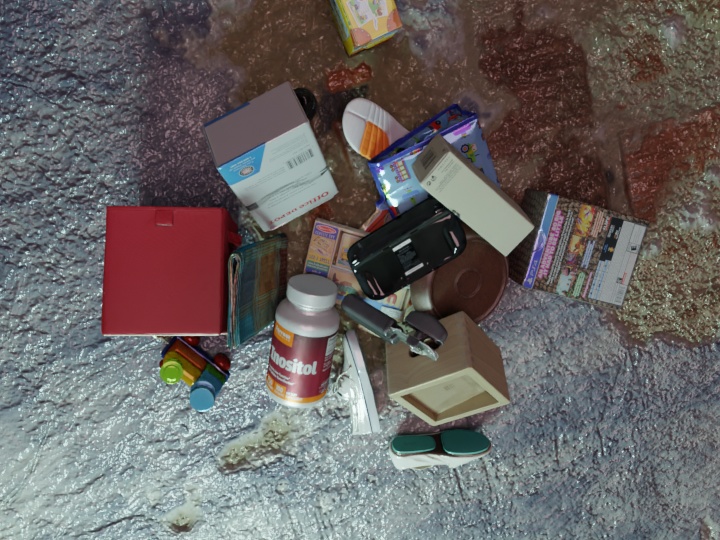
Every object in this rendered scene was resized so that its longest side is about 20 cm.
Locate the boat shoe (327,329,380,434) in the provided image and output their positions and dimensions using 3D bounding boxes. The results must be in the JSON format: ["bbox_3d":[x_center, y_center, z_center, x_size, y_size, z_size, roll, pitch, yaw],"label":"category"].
[{"bbox_3d":[-0.022,0.208,1.058,0.083,0.075,0.208,-13,113,-1],"label":"boat shoe"}]

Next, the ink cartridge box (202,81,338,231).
[{"bbox_3d":[-0.130,-0.165,0.895,0.142,0.201,0.085,-27,66,-1],"label":"ink cartridge box"}]

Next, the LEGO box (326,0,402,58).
[{"bbox_3d":[-0.017,-0.440,0.877,0.075,0.149,0.205,-23,104,-1],"label":"LEGO box"}]

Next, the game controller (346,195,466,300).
[{"bbox_3d":[0.073,-0.034,0.956,0.197,0.042,0.106,-30,97,16],"label":"game controller"}]

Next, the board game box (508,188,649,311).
[{"bbox_3d":[0.377,-0.039,1.035,0.194,0.097,0.164,13,100,-9],"label":"board game box"}]

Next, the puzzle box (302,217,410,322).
[{"bbox_3d":[0.000,0.000,1.015,0.194,0.025,0.137,15,106,-2],"label":"puzzle box"}]

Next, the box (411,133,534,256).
[{"bbox_3d":[0.173,-0.115,0.904,0.198,0.083,0.069,36,111,-23],"label":"box"}]

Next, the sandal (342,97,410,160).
[{"bbox_3d":[0.043,-0.213,0.983,0.203,0.059,0.081,25,95,-33],"label":"sandal"}]

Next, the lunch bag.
[{"bbox_3d":[0.114,-0.149,0.963,0.196,0.094,0.153,-30,119,-2],"label":"lunch bag"}]

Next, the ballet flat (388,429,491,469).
[{"bbox_3d":[0.150,0.346,1.113,0.193,0.070,0.072,-3,103,-2],"label":"ballet flat"}]

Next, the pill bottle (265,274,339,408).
[{"bbox_3d":[-0.096,0.117,0.990,0.109,0.113,0.206,8,110,-8],"label":"pill bottle"}]

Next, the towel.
[{"bbox_3d":[-0.159,0.026,0.937,0.021,0.200,0.152,7,103,14],"label":"towel"}]

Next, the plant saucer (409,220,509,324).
[{"bbox_3d":[0.179,0.018,1.003,0.194,0.034,0.207,-8,112,-19],"label":"plant saucer"}]

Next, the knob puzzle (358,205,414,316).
[{"bbox_3d":[0.096,-0.046,1.035,0.212,0.030,0.227,-1,102,-6],"label":"knob puzzle"}]

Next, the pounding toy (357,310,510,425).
[{"bbox_3d":[0.122,0.156,1.004,0.196,0.146,0.184,-24,137,26],"label":"pounding toy"}]

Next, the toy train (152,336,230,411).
[{"bbox_3d":[-0.314,0.150,0.983,0.199,0.116,0.085,41,95,-13],"label":"toy train"}]

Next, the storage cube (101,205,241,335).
[{"bbox_3d":[-0.284,0.007,0.906,0.193,0.171,0.186,1,85,-6],"label":"storage cube"}]

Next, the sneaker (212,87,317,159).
[{"bbox_3d":[-0.159,-0.232,0.941,0.197,0.079,0.076,-34,104,3],"label":"sneaker"}]

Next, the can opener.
[{"bbox_3d":[0.055,0.081,0.948,0.068,0.198,0.054,-53,141,-10],"label":"can opener"}]
